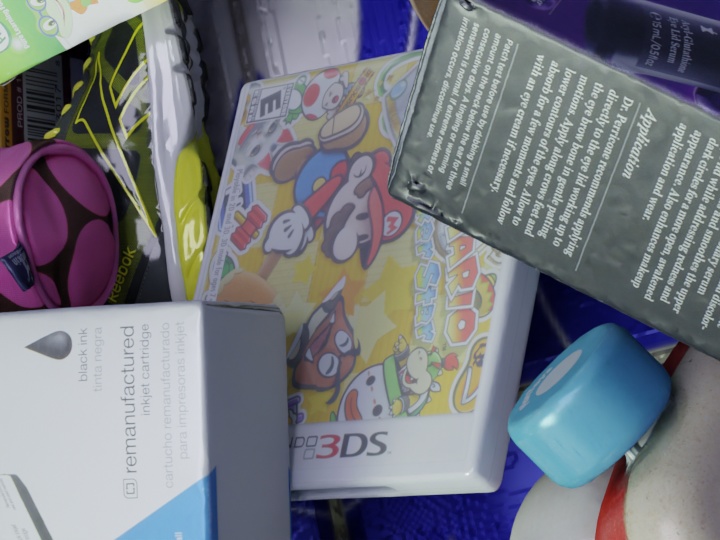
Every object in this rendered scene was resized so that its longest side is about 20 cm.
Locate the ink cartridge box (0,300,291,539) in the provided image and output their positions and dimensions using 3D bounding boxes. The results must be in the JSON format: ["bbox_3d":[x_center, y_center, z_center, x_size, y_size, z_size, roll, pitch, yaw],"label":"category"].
[{"bbox_3d":[-0.135,0.090,1.050,0.200,0.084,0.145,-4,86,22],"label":"ink cartridge box"}]

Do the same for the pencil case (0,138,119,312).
[{"bbox_3d":[-0.210,0.001,1.163,0.200,0.091,0.094,-8,97,28],"label":"pencil case"}]

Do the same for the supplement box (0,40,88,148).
[{"bbox_3d":[-0.237,-0.060,1.269,0.200,0.086,0.110,-4,85,25],"label":"supplement box"}]

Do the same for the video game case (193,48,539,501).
[{"bbox_3d":[0.000,0.000,1.088,0.182,0.023,0.200,-7,62,41],"label":"video game case"}]

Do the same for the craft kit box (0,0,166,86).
[{"bbox_3d":[-0.130,-0.204,1.113,0.197,0.049,0.200,-22,109,27],"label":"craft kit box"}]

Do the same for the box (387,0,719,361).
[{"bbox_3d":[0.134,-0.059,0.951,0.200,0.148,0.104,26,133,11],"label":"box"}]

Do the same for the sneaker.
[{"bbox_3d":[-0.114,-0.069,1.199,0.085,0.074,0.200,-11,75,5],"label":"sneaker"}]

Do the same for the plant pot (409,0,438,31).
[{"bbox_3d":[0.108,-0.169,1.142,0.200,0.027,0.200,-3,84,26],"label":"plant pot"}]

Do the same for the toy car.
[{"bbox_3d":[0.131,0.097,1.059,0.184,0.177,0.200,44,146,-7],"label":"toy car"}]
